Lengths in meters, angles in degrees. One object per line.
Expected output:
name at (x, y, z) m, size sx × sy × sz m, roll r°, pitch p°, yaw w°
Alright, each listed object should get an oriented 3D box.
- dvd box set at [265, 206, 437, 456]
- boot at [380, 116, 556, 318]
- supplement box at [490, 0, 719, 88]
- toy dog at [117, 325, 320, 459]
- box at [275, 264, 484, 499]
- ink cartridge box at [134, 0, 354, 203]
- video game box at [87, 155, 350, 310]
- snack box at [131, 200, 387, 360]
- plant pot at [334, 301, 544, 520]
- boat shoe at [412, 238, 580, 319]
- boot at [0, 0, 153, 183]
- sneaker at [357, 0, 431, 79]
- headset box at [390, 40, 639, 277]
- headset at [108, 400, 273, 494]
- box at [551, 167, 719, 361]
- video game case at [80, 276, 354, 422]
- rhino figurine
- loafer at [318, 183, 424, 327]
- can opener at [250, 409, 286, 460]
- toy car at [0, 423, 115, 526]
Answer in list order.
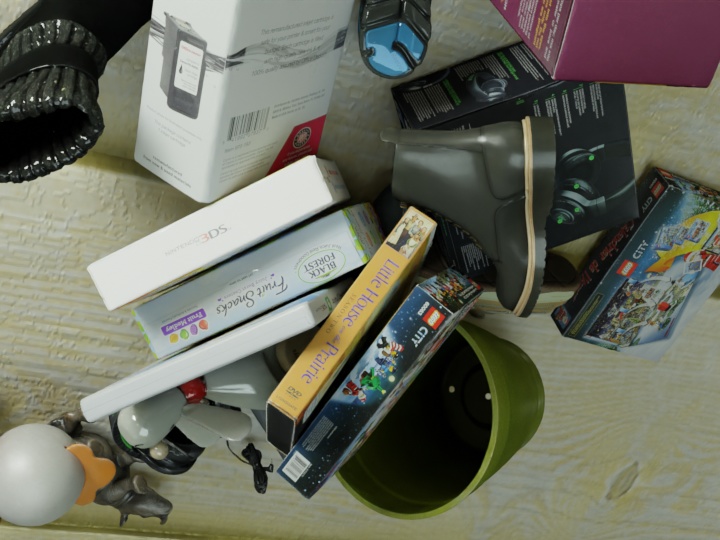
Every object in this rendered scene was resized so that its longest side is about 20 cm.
dvd box set at (-0.010, 0.055, 0.820) m, size 0.029 × 0.200 × 0.146 m, roll 34°, pitch 158°, yaw 8°
boot at (0.090, -0.045, 0.837) m, size 0.138 × 0.078 × 0.201 m, roll 0°, pitch 129°, yaw 5°
supplement box at (0.183, -0.229, 0.747) m, size 0.130 × 0.200 × 0.104 m, roll 1°, pitch 125°, yaw -13°
toy dog at (-0.111, 0.125, 0.891) m, size 0.199 × 0.132 × 0.097 m, roll -24°, pitch 90°, yaw -10°
box at (0.020, 0.090, 0.833) m, size 0.038 × 0.137 × 0.200 m, roll 39°, pitch 107°, yaw 10°
ink cartridge box at (-0.085, -0.172, 0.755) m, size 0.145 × 0.083 × 0.201 m, roll -29°, pitch 143°, yaw -49°
video game box at (-0.109, -0.035, 0.836) m, size 0.199 × 0.182 × 0.047 m, roll -26°, pitch 90°, yaw 6°
snack box at (-0.081, 0.005, 0.855) m, size 0.199 × 0.142 × 0.053 m, roll -25°, pitch 94°, yaw 12°
plant pot at (0.091, 0.133, 0.987) m, size 0.201 × 0.201 × 0.193 m, roll -50°, pitch 153°, yaw 22°
boat shoe at (0.126, 0.021, 1.005) m, size 0.199 × 0.072 × 0.076 m, roll 9°, pitch 135°, yaw -20°
boot at (-0.203, -0.167, 0.722) m, size 0.211 × 0.158 × 0.079 m, roll -42°, pitch 122°, yaw 18°
sneaker at (0.034, -0.256, 0.778) m, size 0.073 × 0.082 × 0.201 m, roll 15°, pitch 103°, yaw -12°
headset box at (0.150, -0.110, 0.895) m, size 0.199 × 0.093 × 0.175 m, roll -20°, pitch 128°, yaw 1°
headset at (-0.169, 0.173, 1.024) m, size 0.123 × 0.094 × 0.200 m, roll -37°, pitch 140°, yaw 14°
box at (0.313, -0.001, 1.041) m, size 0.136 × 0.038 × 0.200 m, roll 16°, pitch 120°, yaw -24°
video game case at (-0.109, 0.060, 0.817) m, size 0.199 × 0.182 × 0.022 m, roll -23°, pitch 92°, yaw 12°
rhino figurine at (-0.270, 0.220, 1.054) m, size 0.087 × 0.060 × 0.200 m, roll -16°, pitch 131°, yaw 23°
loafer at (0.000, 0.000, 0.951) m, size 0.070 × 0.068 × 0.201 m, roll 1°, pitch 131°, yaw -35°
can opener at (-0.096, 0.136, 1.034) m, size 0.053 × 0.066 × 0.200 m, roll -30°, pitch 127°, yaw -7°
toy car at (-0.337, 0.208, 0.938) m, size 0.199 × 0.185 × 0.177 m, roll 3°, pitch 125°, yaw -8°
